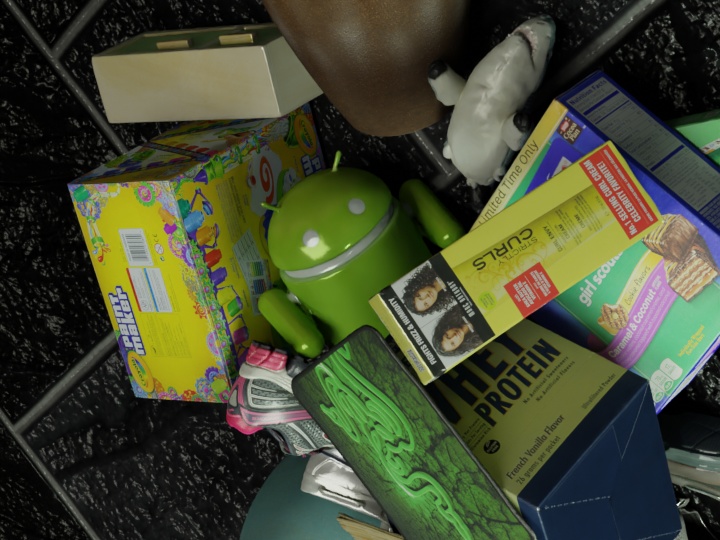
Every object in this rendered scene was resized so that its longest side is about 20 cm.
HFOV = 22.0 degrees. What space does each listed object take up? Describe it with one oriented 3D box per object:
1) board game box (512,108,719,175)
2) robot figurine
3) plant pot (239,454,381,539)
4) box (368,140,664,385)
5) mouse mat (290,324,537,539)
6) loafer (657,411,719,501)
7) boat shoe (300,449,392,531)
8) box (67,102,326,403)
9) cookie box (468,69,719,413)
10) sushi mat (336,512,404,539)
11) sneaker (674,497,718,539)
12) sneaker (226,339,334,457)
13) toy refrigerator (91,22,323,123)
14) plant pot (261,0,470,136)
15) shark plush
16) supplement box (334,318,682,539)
[{"bbox_3d":[0.225,-0.044,1.424,0.200,0.029,0.135,-10,106,41],"label":"board game box"},{"bbox_3d":[0.000,0.000,1.543,0.200,0.175,0.116,57,171,-24],"label":"robot figurine"},{"bbox_3d":[-0.038,0.276,1.731,0.200,0.135,0.200,18,124,29],"label":"plant pot"},{"bbox_3d":[0.108,-0.006,1.287,0.075,0.200,0.050,57,169,2],"label":"box"},{"bbox_3d":[0.035,0.139,1.354,0.200,0.008,0.161,53,149,2],"label":"mouse mat"},{"bbox_3d":[0.222,0.143,1.504,0.200,0.072,0.063,14,128,29],"label":"loafer"},{"bbox_3d":[0.038,0.223,1.640,0.202,0.075,0.086,27,89,-2],"label":"boat shoe"},{"bbox_3d":[-0.118,-0.018,1.592,0.122,0.193,0.200,0,113,39],"label":"box"},{"bbox_3d":[0.196,-0.019,1.387,0.200,0.075,0.171,42,131,14],"label":"cookie box"},{"bbox_3d":[0.051,0.241,1.510,0.096,0.012,0.200,43,165,-19],"label":"sushi mat"},{"bbox_3d":[0.239,0.206,1.534,0.200,0.075,0.082,35,119,7],"label":"sneaker"},{"bbox_3d":[-0.032,0.128,1.555,0.200,0.075,0.081,31,172,-34],"label":"sneaker"},{"bbox_3d":[-0.131,-0.174,1.598,0.200,0.076,0.070,3,115,38],"label":"toy refrigerator"},{"bbox_3d":[0.011,-0.210,1.417,0.187,0.187,0.200,11,136,33],"label":"plant pot"},{"bbox_3d":[0.115,-0.106,1.437,0.091,0.083,0.200,26,146,27],"label":"shark plush"},{"bbox_3d":[0.116,0.147,1.422,0.200,0.134,0.200,27,152,36],"label":"supplement box"}]
